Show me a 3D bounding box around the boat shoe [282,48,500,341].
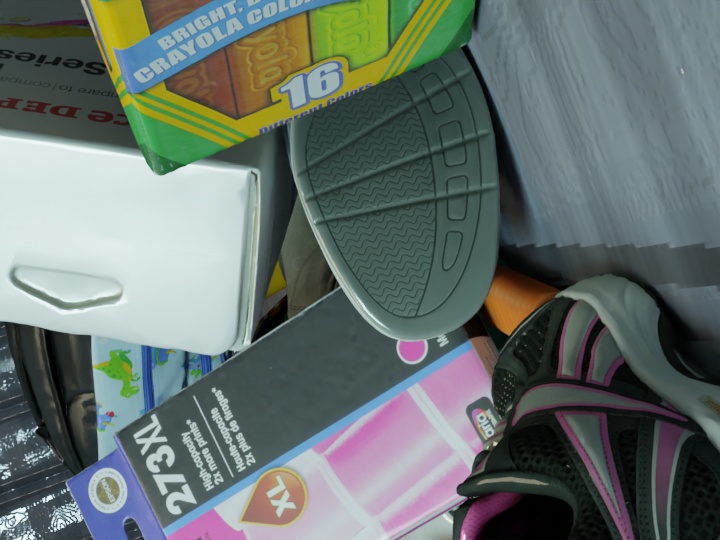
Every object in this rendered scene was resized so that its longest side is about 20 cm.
[{"bbox_3d":[0.002,-0.069,0.598,0.065,0.074,0.204,71,179,-74],"label":"boat shoe"}]

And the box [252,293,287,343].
[{"bbox_3d":[-0.012,0.090,0.943,0.137,0.040,0.200,46,-173,-7],"label":"box"}]

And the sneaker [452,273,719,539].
[{"bbox_3d":[0.061,0.056,0.454,0.200,0.085,0.081,-152,42,-80],"label":"sneaker"}]

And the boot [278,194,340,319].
[{"bbox_3d":[0.000,0.000,0.732,0.131,0.067,0.202,118,153,-68],"label":"boot"}]

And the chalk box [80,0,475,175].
[{"bbox_3d":[-0.039,-0.140,0.465,0.200,0.124,0.125,85,161,-71],"label":"chalk box"}]

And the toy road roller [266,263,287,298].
[{"bbox_3d":[-0.075,-0.076,0.951,0.146,0.122,0.201,49,163,35],"label":"toy road roller"}]

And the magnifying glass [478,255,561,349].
[{"bbox_3d":[0.052,0.007,0.651,0.200,0.022,0.080,-138,28,-78],"label":"magnifying glass"}]

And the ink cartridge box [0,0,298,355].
[{"bbox_3d":[-0.097,-0.061,0.669,0.201,0.143,0.088,-77,-5,-57],"label":"ink cartridge box"}]

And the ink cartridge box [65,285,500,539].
[{"bbox_3d":[-0.031,0.079,0.639,0.095,0.199,0.037,61,-161,12],"label":"ink cartridge box"}]

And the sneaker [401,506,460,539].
[{"bbox_3d":[0.045,0.083,0.782,0.201,0.073,0.117,-102,18,-51],"label":"sneaker"}]

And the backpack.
[{"bbox_3d":[-0.142,0.031,0.915,0.163,0.152,0.202,33,122,46],"label":"backpack"}]
